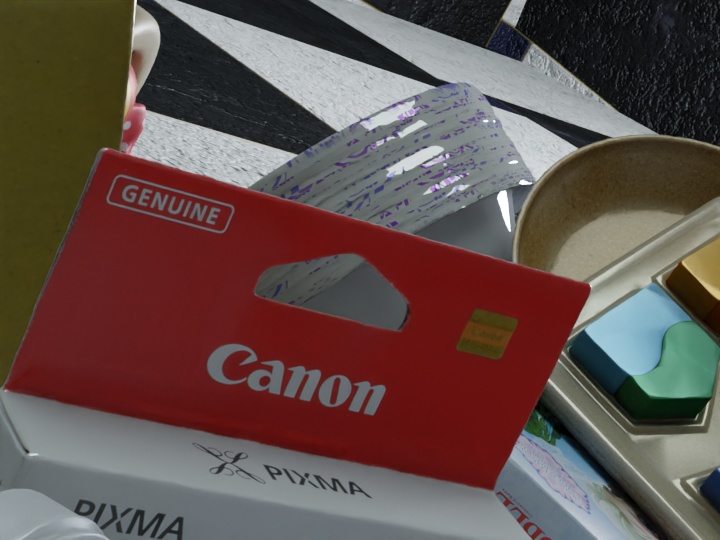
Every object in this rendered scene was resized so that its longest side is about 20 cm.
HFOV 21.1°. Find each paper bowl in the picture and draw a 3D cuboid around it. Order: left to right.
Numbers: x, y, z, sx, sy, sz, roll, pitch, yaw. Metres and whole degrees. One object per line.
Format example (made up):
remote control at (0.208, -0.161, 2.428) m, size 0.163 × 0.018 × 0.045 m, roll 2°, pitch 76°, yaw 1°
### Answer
paper bowl at (0.000, 0.000, 0.983) m, size 0.104 × 0.201 × 0.201 m, roll 59°, pitch 19°, yaw 6°

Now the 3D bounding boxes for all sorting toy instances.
sorting toy at (0.179, 0.057, 0.853) m, size 0.200 × 0.036 × 0.185 m, roll -27°, pitch 67°, yaw -43°

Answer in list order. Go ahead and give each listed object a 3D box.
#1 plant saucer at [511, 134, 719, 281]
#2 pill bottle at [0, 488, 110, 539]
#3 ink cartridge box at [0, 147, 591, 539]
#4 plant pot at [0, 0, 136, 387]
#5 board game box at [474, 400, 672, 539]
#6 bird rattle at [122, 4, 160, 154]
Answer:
plant saucer at (0.163, 0.022, 0.938) m, size 0.200 × 0.035 × 0.200 m, roll 9°, pitch 52°, yaw -12°
pill bottle at (-0.030, 0.139, 0.493) m, size 0.200 × 0.109 × 0.109 m, roll 27°, pitch 13°, yaw 23°
ink cartridge box at (-0.027, 0.069, 0.632) m, size 0.200 × 0.176 × 0.045 m, roll 15°, pitch 21°, yaw -32°
plant pot at (-0.222, -0.056, 0.829) m, size 0.200 × 0.196 × 0.194 m, roll 0°, pitch 20°, yaw -21°
board game box at (0.116, 0.126, 0.807) m, size 0.200 × 0.041 × 0.200 m, roll 43°, pitch 11°, yaw -4°
bird rattle at (-0.167, -0.084, 1.128) m, size 0.113 × 0.163 × 0.200 m, roll 45°, pitch 27°, yaw 13°
